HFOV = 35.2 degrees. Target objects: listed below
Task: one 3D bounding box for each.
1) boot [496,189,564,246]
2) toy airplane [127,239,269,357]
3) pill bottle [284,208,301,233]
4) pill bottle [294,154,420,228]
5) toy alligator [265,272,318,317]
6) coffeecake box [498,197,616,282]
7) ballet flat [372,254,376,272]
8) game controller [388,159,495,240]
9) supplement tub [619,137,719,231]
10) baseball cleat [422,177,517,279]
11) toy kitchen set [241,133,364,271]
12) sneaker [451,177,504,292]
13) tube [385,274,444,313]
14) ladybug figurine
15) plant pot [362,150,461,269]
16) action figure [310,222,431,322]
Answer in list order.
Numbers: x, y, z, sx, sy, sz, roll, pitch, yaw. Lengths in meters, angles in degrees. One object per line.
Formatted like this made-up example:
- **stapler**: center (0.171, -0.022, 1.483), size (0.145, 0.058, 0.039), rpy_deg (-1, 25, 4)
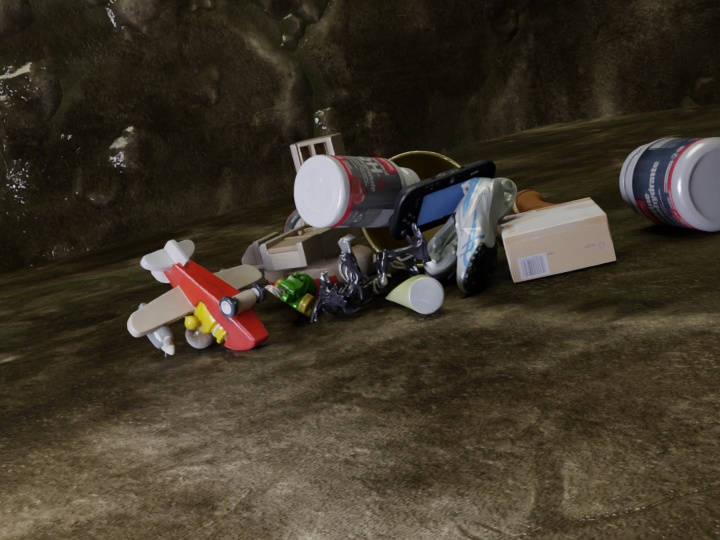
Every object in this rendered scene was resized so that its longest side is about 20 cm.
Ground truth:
- **boot**: center (0.333, -0.099, 1.958), size (0.155, 0.077, 0.200), rpy_deg (-9, 12, 28)
- **toy airplane**: center (-0.238, 0.048, 1.661), size (0.199, 0.142, 0.199), rpy_deg (7, 33, -13)
- **pill bottle**: center (-0.081, -0.065, 2.196), size (0.113, 0.114, 0.200), rpy_deg (-14, 9, -9)
- **pill bottle**: center (0.002, -0.122, 1.772), size (0.110, 0.111, 0.200), rpy_deg (-3, 0, 44)
- **toy alligator**: center (-0.096, 0.026, 1.691), size (0.059, 0.054, 0.200), rpy_deg (30, -5, 14)
- **coffeecake box**: center (0.295, -0.049, 1.734), size (0.153, 0.073, 0.200), rpy_deg (-13, 9, 7)
- **ballet flat**: center (-0.056, -0.018, 2.034), size (0.199, 0.063, 0.067), rpy_deg (-8, 25, 30)
- **game controller**: center (0.129, -0.112, 1.775), size (0.200, 0.042, 0.104), rpy_deg (-22, -29, -32)
- **supplement tub**: center (0.505, -0.136, 1.768), size (0.140, 0.141, 0.200), rpy_deg (-15, 9, -13)
- **baseball cleat**: center (0.166, -0.064, 1.793), size (0.200, 0.070, 0.107), rpy_deg (-41, -15, -14)
- **toy kitchen set**: center (-0.124, -0.104, 1.844), size (0.163, 0.181, 0.200), rpy_deg (-8, 12, 30)
- **sneaker**: center (0.167, -0.051, 1.693), size (0.072, 0.072, 0.201), rpy_deg (-5, 54, 29)
- **tube**: center (0.079, 0.029, 1.640), size (0.058, 0.052, 0.200), rpy_deg (15, 1, -5)
- **ladybug figurine**: center (-0.068, 0.006, 1.889), size (0.199, 0.072, 0.136), rpy_deg (-7, 12, 27)
- **plant pot**: center (0.101, -0.084, 1.930), size (0.199, 0.201, 0.142), rpy_deg (-12, -16, 1)
- **action figure**: center (0.000, 0.000, 1.702), size (0.199, 0.102, 0.119), rpy_deg (-27, -7, -13)
